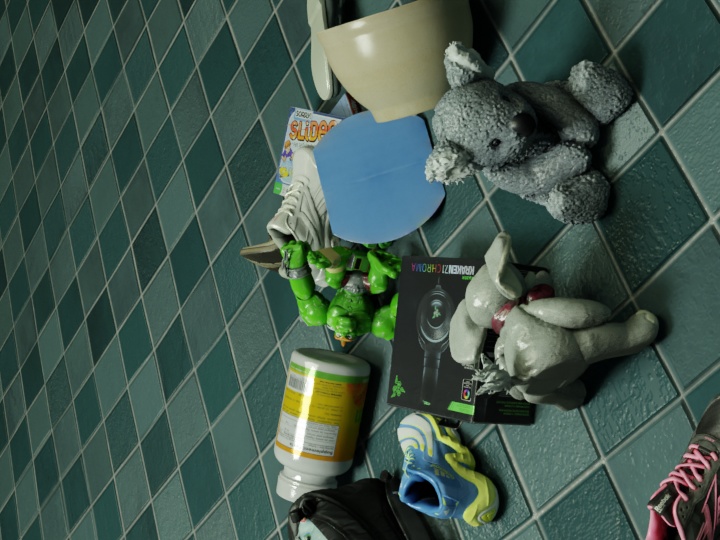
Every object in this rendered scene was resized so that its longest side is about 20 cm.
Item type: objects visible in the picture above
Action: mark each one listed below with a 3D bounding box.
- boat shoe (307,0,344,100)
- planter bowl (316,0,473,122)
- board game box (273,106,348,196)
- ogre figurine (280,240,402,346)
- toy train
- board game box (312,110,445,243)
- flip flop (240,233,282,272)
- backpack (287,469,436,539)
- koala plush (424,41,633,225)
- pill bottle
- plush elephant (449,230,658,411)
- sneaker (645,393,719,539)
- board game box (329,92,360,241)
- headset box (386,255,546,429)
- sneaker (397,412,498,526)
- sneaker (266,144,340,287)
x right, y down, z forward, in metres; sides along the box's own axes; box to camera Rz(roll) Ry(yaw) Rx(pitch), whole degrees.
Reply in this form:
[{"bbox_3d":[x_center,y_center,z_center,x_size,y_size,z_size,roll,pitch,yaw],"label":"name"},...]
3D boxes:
[{"bbox_3d":[-0.038,-0.342,1.752,0.073,0.062,0.201,130,138,-59],"label":"boat shoe"},{"bbox_3d":[0.057,-0.268,1.515,0.200,0.200,0.135,0,111,55],"label":"planter bowl"},{"bbox_3d":[-0.052,-0.160,1.730,0.200,0.034,0.136,20,100,54],"label":"board game box"},{"bbox_3d":[-0.006,0.031,1.571,0.098,0.199,0.120,-105,17,-58],"label":"ogre figurine"},{"bbox_3d":[0.000,0.000,1.640,0.042,0.056,0.201,34,111,52],"label":"toy train"},{"bbox_3d":[0.028,-0.121,1.597,0.158,0.039,0.201,-17,65,6],"label":"board game box"},{"bbox_3d":[-0.106,-0.047,1.793,0.200,0.081,0.058,-27,45,49],"label":"flip flop"},{"bbox_3d":[0.016,0.357,1.482,0.200,0.166,0.127,41,136,47],"label":"backpack"},{"bbox_3d":[0.159,-0.154,1.313,0.184,0.200,0.178,16,97,55],"label":"koala plush"},{"bbox_3d":[-0.057,0.215,1.634,0.111,0.111,0.201,19,100,55],"label":"pill bottle"},{"bbox_3d":[0.175,0.052,1.256,0.165,0.199,0.155,-56,46,44],"label":"plush elephant"},{"bbox_3d":[0.314,0.207,1.113,0.079,0.095,0.201,27,105,56],"label":"sneaker"},{"bbox_3d":[-0.015,-0.150,1.723,0.103,0.019,0.200,-47,48,38],"label":"board game box"},{"bbox_3d":[0.122,0.087,1.414,0.174,0.093,0.201,5,88,56],"label":"headset box"},{"bbox_3d":[0.079,0.233,1.437,0.200,0.105,0.076,39,115,51],"label":"sneaker"},{"bbox_3d":[-0.082,-0.079,1.638,0.078,0.099,0.201,-22,69,54],"label":"sneaker"}]
